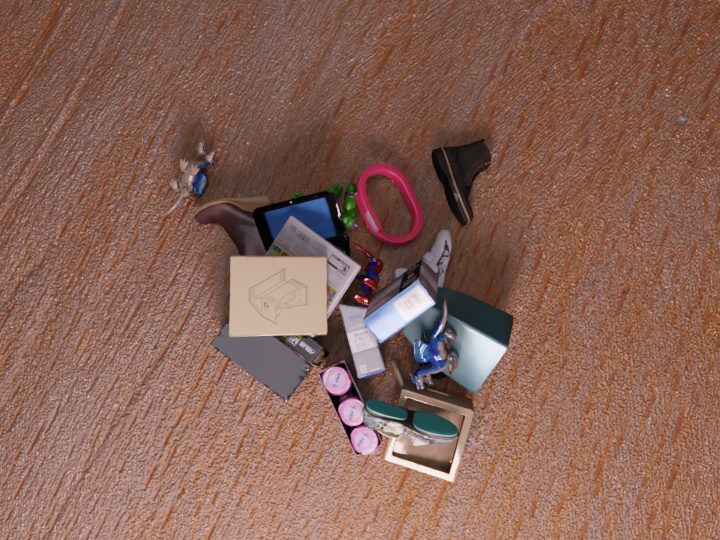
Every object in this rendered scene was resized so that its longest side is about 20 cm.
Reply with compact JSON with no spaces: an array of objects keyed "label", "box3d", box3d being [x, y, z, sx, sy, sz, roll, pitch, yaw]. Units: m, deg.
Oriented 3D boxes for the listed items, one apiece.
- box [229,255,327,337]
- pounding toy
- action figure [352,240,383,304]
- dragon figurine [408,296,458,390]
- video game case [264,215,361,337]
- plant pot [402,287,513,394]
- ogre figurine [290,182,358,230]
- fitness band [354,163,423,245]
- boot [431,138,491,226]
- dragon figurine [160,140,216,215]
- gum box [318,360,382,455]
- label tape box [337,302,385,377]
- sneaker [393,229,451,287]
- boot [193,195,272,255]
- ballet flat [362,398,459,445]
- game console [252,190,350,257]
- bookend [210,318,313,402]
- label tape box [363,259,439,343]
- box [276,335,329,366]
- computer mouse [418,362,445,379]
[{"label":"box","box3d":[-0.166,0.052,1.197,0.198,0.021,0.165,0,80,-5]},{"label":"pounding toy","box3d":[0.133,0.319,1.279,0.198,0.142,0.186,15,94,8]},{"label":"action figure","box3d":[0.000,0.000,1.308,0.099,0.200,0.066,31,108,-1]},{"label":"dragon figurine","box3d":[0.142,0.157,1.195,0.099,0.059,0.202,0,109,27]},{"label":"video game case","box3d":[-0.124,0.010,1.254,0.199,0.023,0.183,36,95,19]},{"label":"plant pot","box3d":[0.203,0.130,1.265,0.199,0.141,0.142,30,119,5]},{"label":"ogre figurine","box3d":[-0.086,-0.131,1.389,0.198,0.098,0.121,-10,61,-22]},{"label":"fitness band","box3d":[0.068,-0.156,1.390,0.143,0.037,0.201,-22,83,-27]},{"label":"boot","box3d":[0.268,-0.219,1.402,0.137,0.077,0.202,-17,79,-6]},{"label":"dragon figurine","box3d":[-0.412,-0.217,1.426,0.058,0.099,0.201,24,100,4]},{"label":"gum box","box3d":[-0.018,0.304,1.284,0.066,0.114,0.201,-25,79,-3]},{"label":"label tape box","box3d":[0.000,0.133,1.294,0.063,0.144,0.202,-16,78,-1]},{"label":"sneaker","box3d":[0.141,-0.008,1.360,0.114,0.075,0.202,14,83,2]},{"label":"boot","box3d":[-0.292,-0.087,1.395,0.198,0.072,0.168,-10,76,-3]},{"label":"ballet flat","box3d":[0.098,0.317,1.187,0.198,0.074,0.075,17,80,10]},{"label":"game console","box3d":[-0.133,-0.057,1.292,0.198,0.119,0.174,-12,54,13]},{"label":"bookend","box3d":[-0.213,0.182,1.293,0.199,0.199,0.092,38,82,-2]},{"label":"label tape box","box3d":[0.089,0.050,1.222,0.144,0.200,0.063,-37,99,18]},{"label":"box","box3d":[-0.164,0.133,1.301,0.199,0.160,0.044,38,81,8]},{"label":"computer mouse","box3d":[0.132,0.164,1.351,0.058,0.034,0.201,-24,71,-21]}]
